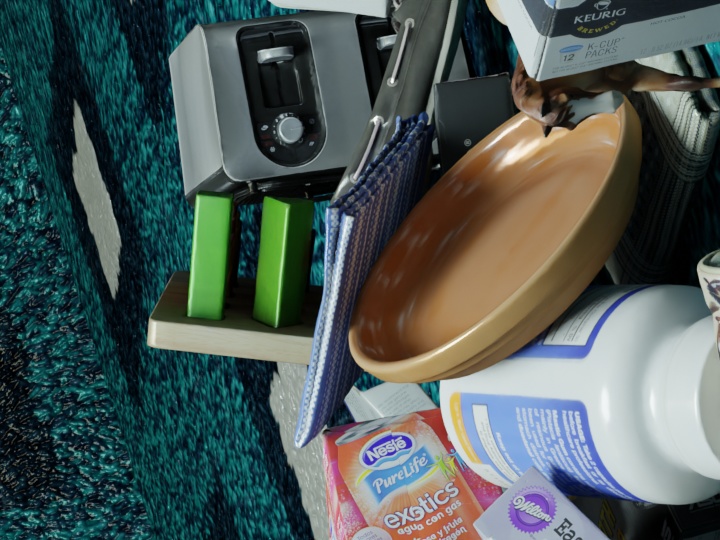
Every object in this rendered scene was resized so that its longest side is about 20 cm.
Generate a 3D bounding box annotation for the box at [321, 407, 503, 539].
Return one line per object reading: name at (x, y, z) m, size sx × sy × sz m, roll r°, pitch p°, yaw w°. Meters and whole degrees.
box at (0.034, 0.173, 1.515) m, size 0.200 × 0.095 × 0.100 m, roll 87°, pitch 171°, yaw -56°

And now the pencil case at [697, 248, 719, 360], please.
pencil case at (0.208, 0.074, 1.228) m, size 0.089 × 0.077 × 0.201 m, roll -96°, pitch -4°, yaw -78°

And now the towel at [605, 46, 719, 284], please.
towel at (0.134, -0.104, 1.441) m, size 0.193 × 0.034 × 0.201 m, roll 99°, pitch 154°, yaw -57°

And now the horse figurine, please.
horse figurine at (0.112, -0.138, 1.299) m, size 0.050 × 0.132 × 0.201 m, roll 90°, pitch 161°, yaw -48°

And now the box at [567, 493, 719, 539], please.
box at (0.163, 0.142, 1.525) m, size 0.201 × 0.048 × 0.159 m, roll 94°, pitch 157°, yaw -50°

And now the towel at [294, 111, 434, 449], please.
towel at (0.000, 0.000, 1.503) m, size 0.200 × 0.024 × 0.146 m, roll -52°, pitch -26°, yaw -66°

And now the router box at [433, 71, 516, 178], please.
router box at (0.081, 0.000, 1.576) m, size 0.149 × 0.051 × 0.201 m, roll 68°, pitch -165°, yaw -76°

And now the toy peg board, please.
toy peg board at (-0.029, -0.004, 1.721) m, size 0.199 × 0.199 × 0.099 m, roll -84°, pitch 0°, yaw -81°

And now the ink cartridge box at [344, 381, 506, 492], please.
ink cartridge box at (0.066, 0.152, 1.725) m, size 0.200 × 0.041 × 0.200 m, roll 48°, pitch 171°, yaw 33°

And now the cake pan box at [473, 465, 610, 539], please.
cake pan box at (0.152, 0.205, 1.369) m, size 0.200 × 0.052 × 0.184 m, roll 43°, pitch 172°, yaw 31°

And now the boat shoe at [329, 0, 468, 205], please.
boat shoe at (0.028, -0.124, 1.625) m, size 0.067 × 0.057 × 0.201 m, roll 63°, pitch -141°, yaw -80°

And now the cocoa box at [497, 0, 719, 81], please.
cocoa box at (0.114, -0.215, 1.216) m, size 0.131 × 0.133 × 0.201 m, roll 102°, pitch 152°, yaw -58°

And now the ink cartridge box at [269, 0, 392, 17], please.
ink cartridge box at (-0.007, -0.279, 1.621) m, size 0.201 × 0.083 × 0.146 m, roll 91°, pitch -170°, yaw -46°

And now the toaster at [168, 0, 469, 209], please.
toaster at (-0.028, -0.109, 1.780) m, size 0.200 × 0.180 × 0.120 m, roll 155°, pitch 106°, yaw -76°

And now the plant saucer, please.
plant saucer at (0.077, -0.014, 1.392) m, size 0.037 × 0.200 × 0.200 m, roll 44°, pitch 176°, yaw -19°

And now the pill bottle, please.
pill bottle at (0.140, 0.064, 1.358) m, size 0.200 × 0.112 × 0.113 m, roll 0°, pitch 104°, yaw 56°
